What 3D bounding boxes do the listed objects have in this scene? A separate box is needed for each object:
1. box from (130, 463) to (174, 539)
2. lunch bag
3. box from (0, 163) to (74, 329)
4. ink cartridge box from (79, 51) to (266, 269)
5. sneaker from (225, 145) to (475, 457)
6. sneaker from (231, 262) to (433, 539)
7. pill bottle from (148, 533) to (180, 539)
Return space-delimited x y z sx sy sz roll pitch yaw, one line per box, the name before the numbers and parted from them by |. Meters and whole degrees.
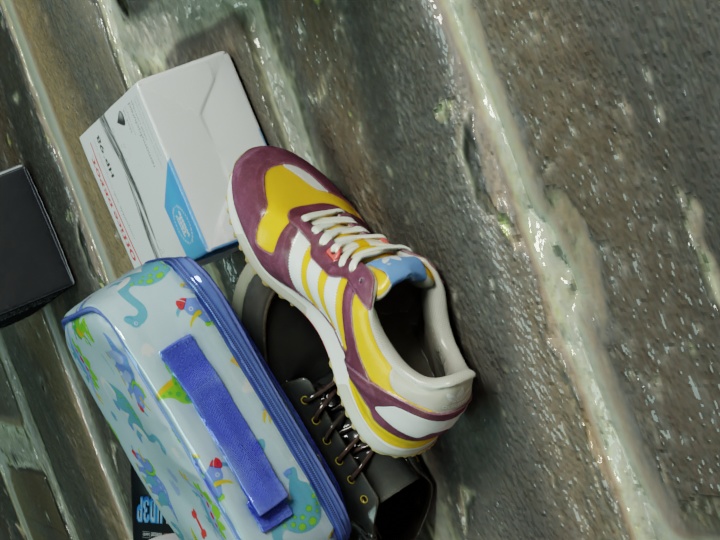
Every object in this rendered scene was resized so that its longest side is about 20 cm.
box | -0.127 0.176 1.487 0.200 0.046 0.160 167 101 -67
lunch bag | -0.090 0.090 1.150 0.201 0.082 0.161 59 163 -4
box | -0.388 0.010 1.780 0.125 0.199 0.196 67 158 -1
ink cartridge box | -0.122 -0.058 1.291 0.116 0.066 0.200 67 158 0
sneaker | 0.000 0.000 1.081 0.201 0.075 0.090 56 145 14
sneaker | -0.009 0.075 1.169 0.106 0.075 0.201 37 152 44
pill bottle | -0.077 0.253 1.204 0.200 0.112 0.113 31 139 46
